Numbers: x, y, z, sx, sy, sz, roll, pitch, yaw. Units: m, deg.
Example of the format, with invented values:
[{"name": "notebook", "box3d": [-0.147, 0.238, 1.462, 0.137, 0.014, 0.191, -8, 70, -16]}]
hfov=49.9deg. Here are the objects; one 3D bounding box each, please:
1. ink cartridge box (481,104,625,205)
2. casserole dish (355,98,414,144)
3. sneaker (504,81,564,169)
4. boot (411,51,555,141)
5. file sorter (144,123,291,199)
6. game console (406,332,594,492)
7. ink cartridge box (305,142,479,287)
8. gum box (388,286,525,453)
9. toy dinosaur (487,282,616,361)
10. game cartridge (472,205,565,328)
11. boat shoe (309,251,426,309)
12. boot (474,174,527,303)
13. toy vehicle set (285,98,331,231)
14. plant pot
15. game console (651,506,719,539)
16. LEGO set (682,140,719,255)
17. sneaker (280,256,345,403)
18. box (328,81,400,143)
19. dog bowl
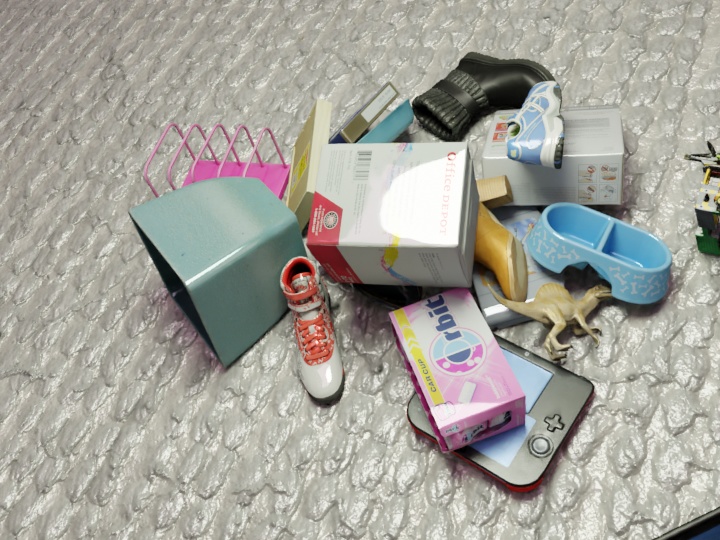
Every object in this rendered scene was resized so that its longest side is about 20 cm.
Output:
[{"name": "ink cartridge box", "box3d": [0.291, -0.175, 1.163, 0.196, 0.085, 0.176, 1, 35, 17]}, {"name": "casserole dish", "box3d": [0.018, -0.207, 1.266, 0.039, 0.121, 0.200, 50, 59, -7]}, {"name": "sneaker", "box3d": [0.241, -0.211, 1.081, 0.076, 0.077, 0.201, 2, 33, 9]}, {"name": "boot", "box3d": [0.202, -0.278, 1.277, 0.209, 0.080, 0.158, 23, 58, 41]}, {"name": "file sorter", "box3d": [-0.240, -0.164, 1.303, 0.197, 0.126, 0.141, 5, 56, 20]}, {"name": "game console", "box3d": [0.176, 0.171, 0.999, 0.198, 0.031, 0.178, 26, 67, 30]}, {"name": "ink cartridge box", "box3d": [0.050, -0.070, 1.017, 0.196, 0.145, 0.148, 2, 69, 17]}, {"name": "gum box", "box3d": [0.123, 0.126, 0.990, 0.112, 0.067, 0.202, -19, 48, -5]}, {"name": "toy dinosaur", "box3d": [0.252, 0.062, 1.018, 0.197, 0.058, 0.103, -2, 65, -20]}, {"name": "game cartridge", "box3d": [0.218, -0.018, 1.119, 0.131, 0.042, 0.202, -19, 52, 9]}, {"name": "boat shoe", "box3d": [0.000, 0.000, 1.130, 0.198, 0.076, 0.062, 32, 31, 16]}, {"name": "boot", "box3d": [0.154, -0.032, 1.095, 0.142, 0.071, 0.205, -16, 64, 25]}, {"name": "toy vehicle set", "box3d": [-0.088, -0.165, 1.265, 0.026, 0.125, 0.203, 16, 54, -17]}, {"name": "plant pot", "box3d": [-0.190, -0.022, 1.155, 0.199, 0.197, 0.196, -33, 52, -18]}, {"name": "game console", "box3d": [0.296, 0.330, 0.741, 0.114, 0.201, 0.178, 2, 56, 19]}, {"name": "LEGO set", "box3d": [0.503, -0.092, 0.988, 0.152, 0.199, 0.117, 14, 77, 40]}, {"name": "sneaker", "box3d": [-0.072, 0.078, 1.091, 0.066, 0.109, 0.204, -14, 53, 7]}, {"name": "box", "box3d": [-0.016, -0.233, 1.283, 0.032, 0.200, 0.121, 45, 72, -11]}, {"name": "dog bowl", "box3d": [0.326, -0.030, 1.048, 0.198, 0.050, 0.112, 25, 43, 17]}]
